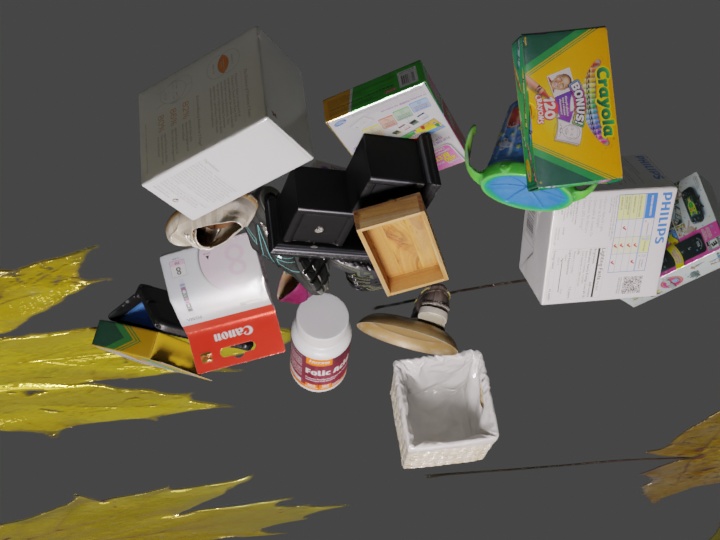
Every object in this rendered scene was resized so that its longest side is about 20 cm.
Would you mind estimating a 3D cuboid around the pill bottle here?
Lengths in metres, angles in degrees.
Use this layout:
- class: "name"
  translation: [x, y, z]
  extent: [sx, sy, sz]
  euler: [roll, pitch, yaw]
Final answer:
- class: "pill bottle"
  translation: [-0.074, 0.132, 1.916]
  extent: [0.112, 0.116, 0.201]
  euler: [-5, 149, -8]

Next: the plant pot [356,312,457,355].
- class: "plant pot"
  translation: [0.091, 0.118, 1.955]
  extent: [0.197, 0.028, 0.200]
  euler: [16, 167, 4]

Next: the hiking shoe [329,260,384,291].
- class: "hiking shoe"
  translation: [0.000, 0.000, 1.760]
  extent: [0.198, 0.077, 0.101]
  euler: [15, 138, -37]

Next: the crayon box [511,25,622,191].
- class: "crayon box"
  translation: [0.273, -0.212, 1.373]
  extent: [0.117, 0.204, 0.058]
  euler: [-7, 180, -5]

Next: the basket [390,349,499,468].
- class: "basket"
  translation: [0.171, 0.295, 2.179]
  extent: [0.196, 0.201, 0.161]
  euler: [-6, 153, -6]

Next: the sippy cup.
- class: "sippy cup"
  translation: [0.248, -0.170, 1.479]
  extent: [0.176, 0.132, 0.139]
  euler: [21, 164, -24]

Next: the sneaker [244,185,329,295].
- class: "sneaker"
  translation: [-0.119, -0.043, 1.620]
  extent: [0.078, 0.076, 0.201]
  euler: [-18, 115, 36]

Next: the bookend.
- class: "bookend"
  translation: [-0.015, -0.107, 1.483]
  extent: [0.196, 0.093, 0.201]
  euler: [4, 146, -21]

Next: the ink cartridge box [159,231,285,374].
- class: "ink cartridge box"
  translation: [-0.222, 0.052, 1.674]
  extent: [0.160, 0.203, 0.057]
  euler: [-14, 177, 8]

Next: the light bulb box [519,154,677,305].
- class: "light bulb box"
  translation: [0.370, -0.065, 1.643]
  extent: [0.196, 0.125, 0.201]
  euler: [-4, 121, -9]

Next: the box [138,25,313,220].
- class: "box"
  translation: [-0.175, -0.185, 1.332]
  extent: [0.198, 0.154, 0.106]
  euler: [-23, 146, 22]

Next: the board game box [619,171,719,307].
- class: "board game box"
  translation: [0.514, -0.050, 1.755]
  extent: [0.199, 0.150, 0.064]
  euler: [-30, 146, 30]

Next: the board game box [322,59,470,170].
- class: "board game box"
  translation: [0.055, -0.199, 1.483]
  extent: [0.151, 0.041, 0.200]
  euler: [-19, 148, 15]

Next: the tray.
- class: "tray"
  translation: [0.061, -0.035, 1.498]
  extent: [0.097, 0.038, 0.201]
  euler: [-15, 148, 7]

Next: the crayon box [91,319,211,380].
- class: "crayon box"
  translation: [-0.359, 0.139, 1.818]
  extent: [0.198, 0.052, 0.125]
  euler: [8, 166, 40]

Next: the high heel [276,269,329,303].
- class: "high heel"
  translation: [-0.120, 0.000, 1.741]
  extent: [0.095, 0.068, 0.200]
  euler: [-19, 159, 5]

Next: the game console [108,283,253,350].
- class: "game console"
  translation: [-0.314, 0.107, 1.814]
  extent: [0.198, 0.176, 0.117]
  euler: [17, 112, -38]

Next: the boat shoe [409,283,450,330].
- class: "boat shoe"
  translation: [0.130, 0.073, 1.917]
  extent: [0.071, 0.060, 0.200]
  euler: [13, 167, 1]

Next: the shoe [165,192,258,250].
- class: "shoe"
  translation: [-0.234, -0.067, 1.576]
  extent: [0.198, 0.054, 0.070]
  euler: [-19, 142, 42]

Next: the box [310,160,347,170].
- class: "box"
  translation: [0.009, -0.122, 1.598]
  extent: [0.197, 0.042, 0.039]
  euler: [12, 142, -30]
